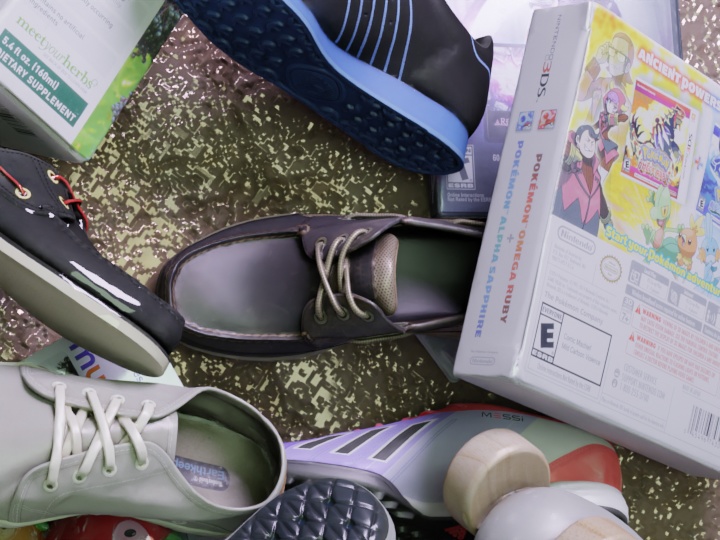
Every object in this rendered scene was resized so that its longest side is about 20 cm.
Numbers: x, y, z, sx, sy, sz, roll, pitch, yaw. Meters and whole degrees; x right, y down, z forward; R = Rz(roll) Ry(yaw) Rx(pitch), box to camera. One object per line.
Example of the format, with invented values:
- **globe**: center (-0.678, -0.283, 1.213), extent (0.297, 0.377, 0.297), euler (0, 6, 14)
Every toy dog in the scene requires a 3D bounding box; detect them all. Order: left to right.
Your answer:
- **toy dog**: center (0.102, 0.163, 0.872), extent (0.200, 0.132, 0.096), euler (41, 91, -22)

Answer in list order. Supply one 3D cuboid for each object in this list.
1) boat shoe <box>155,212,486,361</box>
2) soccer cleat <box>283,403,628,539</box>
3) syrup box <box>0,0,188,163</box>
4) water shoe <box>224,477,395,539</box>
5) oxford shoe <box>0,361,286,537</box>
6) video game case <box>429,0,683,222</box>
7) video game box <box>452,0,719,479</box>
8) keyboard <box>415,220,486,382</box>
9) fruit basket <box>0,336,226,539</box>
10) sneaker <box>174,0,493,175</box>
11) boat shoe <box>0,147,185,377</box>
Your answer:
- **boat shoe**: center (0.000, 0.000, 0.919), extent (0.198, 0.073, 0.075), euler (-6, 80, -14)
- **soccer cleat**: center (0.032, 0.098, 0.932), extent (0.198, 0.068, 0.074), euler (4, 53, -10)
- **syrup box**: center (-0.123, -0.157, 0.893), extent (0.079, 0.081, 0.201), euler (44, 70, -38)
- **water shoe**: center (-0.068, 0.165, 0.802), extent (0.199, 0.079, 0.072), euler (-26, 50, -18)
- **oxford shoe**: center (-0.117, 0.074, 0.813), extent (0.198, 0.058, 0.076), euler (11, 64, -25)
- **video game case**: center (0.101, -0.125, 0.998), extent (0.142, 0.019, 0.202), euler (0, 81, -15)
- **video game box**: center (0.140, -0.008, 0.928), extent (0.199, 0.047, 0.184), euler (25, 76, -42)
- **keyboard**: center (0.104, -0.024, 0.995), extent (0.200, 0.011, 0.056), euler (-39, 89, -19)
- **fruit basket**: center (-0.138, 0.139, 0.846), extent (0.199, 0.094, 0.186), euler (-29, 91, -17)
- **sneaker**: center (-0.012, -0.126, 0.903), extent (0.200, 0.070, 0.078), euler (36, 62, -36)
- **boat shoe**: center (-0.156, -0.025, 0.852), extent (0.201, 0.074, 0.063), euler (33, 68, 17)
